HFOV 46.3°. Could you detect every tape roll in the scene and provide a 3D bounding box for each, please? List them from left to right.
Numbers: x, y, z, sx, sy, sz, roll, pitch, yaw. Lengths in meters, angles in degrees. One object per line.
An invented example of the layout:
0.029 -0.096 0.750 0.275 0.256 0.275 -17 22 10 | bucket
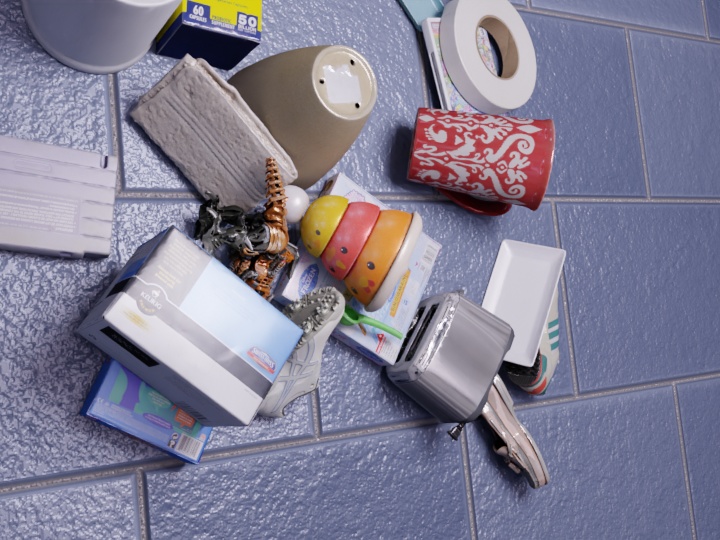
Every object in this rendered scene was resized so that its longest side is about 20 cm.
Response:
0.208 -0.353 1.359 0.201 0.037 0.206 10 75 -39 | tape roll

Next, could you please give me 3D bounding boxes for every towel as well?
-0.186 -0.163 1.063 0.200 0.132 0.035 50 34 -16 | towel

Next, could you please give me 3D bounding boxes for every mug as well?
0.170 -0.152 1.254 0.197 0.134 0.180 9 117 -1 | mug

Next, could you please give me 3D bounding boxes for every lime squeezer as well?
-0.033 0.073 1.122 0.197 0.038 0.072 -5 109 -15 | lime squeezer

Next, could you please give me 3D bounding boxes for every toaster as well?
0.124 0.127 1.215 0.129 0.113 0.201 36 68 -17 | toaster

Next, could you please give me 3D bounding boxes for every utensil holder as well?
-0.292 -0.345 0.982 0.168 0.199 0.172 6 78 -30 | utensil holder

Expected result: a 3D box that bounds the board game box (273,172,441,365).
0.000 0.000 1.198 0.199 0.041 0.202 34 67 -22 | board game box

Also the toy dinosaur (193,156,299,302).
-0.139 -0.045 1.071 0.134 0.102 0.203 8 96 -17 | toy dinosaur

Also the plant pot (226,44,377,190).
-0.068 -0.211 1.098 0.185 0.199 0.190 5 80 -30 | plant pot

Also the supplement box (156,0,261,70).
-0.196 -0.384 1.100 0.108 0.109 0.203 5 79 -30 | supplement box

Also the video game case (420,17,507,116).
0.172 -0.304 1.353 0.142 0.018 0.203 -14 90 -42 | video game case

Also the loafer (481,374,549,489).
0.216 0.247 1.284 0.062 0.072 0.202 -27 91 -15 | loafer

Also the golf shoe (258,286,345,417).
-0.078 0.108 1.083 0.200 0.079 0.097 -45 125 14 | golf shoe

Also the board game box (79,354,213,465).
-0.230 0.114 1.038 0.151 0.045 0.202 31 68 -23 | board game box

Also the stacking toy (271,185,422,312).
-0.031 -0.049 1.111 0.198 0.146 0.147 27 68 -4 | stacking toy

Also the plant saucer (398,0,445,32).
0.060 -0.473 1.324 0.070 0.019 0.201 -43 104 -29 | plant saucer

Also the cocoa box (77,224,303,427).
-0.193 0.068 0.962 0.200 0.133 0.132 41 63 -19 | cocoa box

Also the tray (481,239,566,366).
0.247 0.050 1.322 0.202 0.106 0.022 -69 155 -20 | tray

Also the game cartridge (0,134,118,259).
-0.388 -0.086 0.981 0.198 0.038 0.132 8 82 -30 | game cartridge

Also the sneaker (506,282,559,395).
0.284 0.105 1.352 0.093 0.070 0.202 44 51 -47 | sneaker
